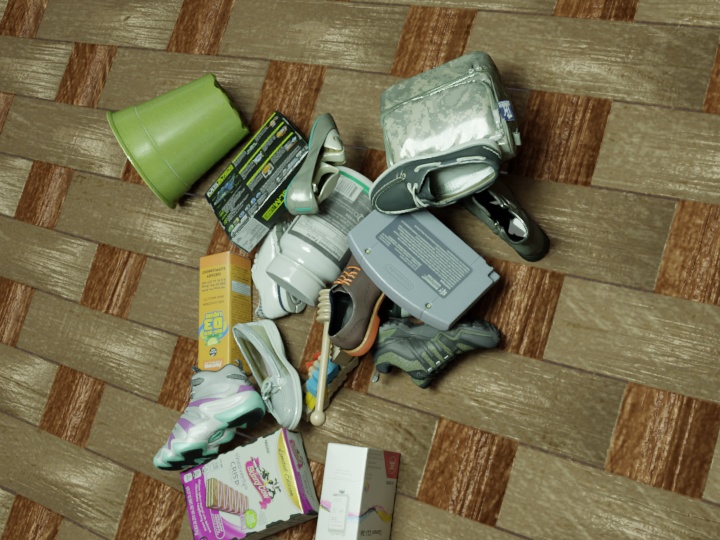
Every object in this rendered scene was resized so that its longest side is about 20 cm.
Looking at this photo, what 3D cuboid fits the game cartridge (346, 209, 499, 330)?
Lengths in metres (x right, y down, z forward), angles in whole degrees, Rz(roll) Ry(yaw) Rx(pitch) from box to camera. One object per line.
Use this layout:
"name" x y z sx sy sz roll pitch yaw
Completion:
"game cartridge" 0.083 -0.012 1.303 0.200 0.042 0.133 43 72 15

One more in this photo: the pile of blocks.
"pile of blocks" -0.049 0.133 1.390 0.062 0.082 0.200 39 95 29

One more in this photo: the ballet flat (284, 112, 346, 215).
"ballet flat" -0.054 -0.159 1.369 0.064 0.067 0.200 4 52 23

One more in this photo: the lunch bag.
"lunch bag" 0.132 -0.205 1.332 0.200 0.139 0.168 -18 42 18

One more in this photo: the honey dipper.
"honey dipper" -0.050 0.127 1.327 0.038 0.038 0.200 -5 69 26

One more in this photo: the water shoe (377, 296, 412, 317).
"water shoe" 0.051 -0.029 1.381 0.079 0.072 0.200 0 76 5

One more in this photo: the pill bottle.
"pill bottle" -0.052 -0.053 1.406 0.113 0.113 0.200 29 78 30

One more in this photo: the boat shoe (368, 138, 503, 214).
"boat shoe" 0.099 -0.122 1.255 0.200 0.076 0.060 -25 29 23

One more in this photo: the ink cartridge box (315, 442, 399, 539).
"ink cartridge box" -0.006 0.351 1.288 0.067 0.116 0.200 2 78 27

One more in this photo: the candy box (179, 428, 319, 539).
"candy box" -0.172 0.343 1.406 0.200 0.061 0.136 -26 65 18

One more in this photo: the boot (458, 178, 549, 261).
"boot" 0.188 -0.100 1.307 0.068 0.131 0.200 -47 61 8

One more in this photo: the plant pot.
"plant pot" -0.301 -0.240 1.581 0.190 0.200 0.200 -32 63 1

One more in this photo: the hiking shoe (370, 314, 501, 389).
"hiking shoe" 0.109 0.120 1.331 0.200 0.076 0.101 -3 97 22

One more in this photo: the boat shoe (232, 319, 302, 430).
"boat shoe" -0.143 0.161 1.417 0.074 0.065 0.202 -63 40 43

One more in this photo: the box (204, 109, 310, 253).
"box" -0.162 -0.151 1.507 0.200 0.048 0.193 -49 33 7

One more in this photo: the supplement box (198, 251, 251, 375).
"supplement box" -0.223 0.074 1.505 0.066 0.069 0.200 -11 74 27

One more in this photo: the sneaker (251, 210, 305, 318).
"sneaker" -0.143 -0.021 1.491 0.080 0.076 0.200 -15 68 33

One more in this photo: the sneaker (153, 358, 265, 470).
"sneaker" -0.251 0.213 1.422 0.200 0.078 0.140 -33 58 7

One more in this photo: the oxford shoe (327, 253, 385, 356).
"oxford shoe" -0.002 0.019 1.323 0.071 0.073 0.200 -6 64 37
